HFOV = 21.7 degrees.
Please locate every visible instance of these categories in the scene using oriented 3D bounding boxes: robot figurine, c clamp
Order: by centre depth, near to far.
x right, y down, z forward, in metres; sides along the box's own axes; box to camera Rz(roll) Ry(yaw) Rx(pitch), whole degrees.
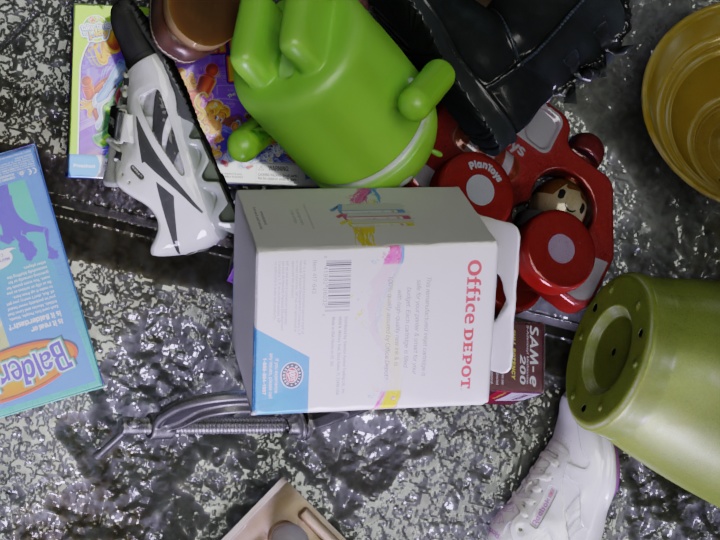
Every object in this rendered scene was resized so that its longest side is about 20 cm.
[{"bbox_3d":[-0.017,-0.131,1.407,0.200,0.175,0.116,46,39,-45],"label":"robot figurine"},{"bbox_3d":[-0.094,0.115,1.486,0.199,0.171,0.027,0,70,-24],"label":"c clamp"}]

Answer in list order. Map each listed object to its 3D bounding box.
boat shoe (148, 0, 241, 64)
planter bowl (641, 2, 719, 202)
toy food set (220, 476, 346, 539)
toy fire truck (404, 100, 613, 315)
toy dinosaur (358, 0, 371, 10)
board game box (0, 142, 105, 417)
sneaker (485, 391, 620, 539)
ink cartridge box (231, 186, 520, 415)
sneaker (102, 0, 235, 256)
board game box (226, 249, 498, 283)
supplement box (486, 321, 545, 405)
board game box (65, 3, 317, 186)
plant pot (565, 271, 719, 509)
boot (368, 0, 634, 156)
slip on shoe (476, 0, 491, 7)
[{"bbox_3d":[-0.125,-0.217,1.435,0.070,0.201,0.070,40,126,-20],"label":"boat shoe"},{"bbox_3d":[0.328,-0.120,1.560,0.199,0.084,0.202,0,66,1],"label":"planter bowl"},{"bbox_3d":[-0.046,0.286,1.528,0.144,0.060,0.200,-45,99,-7],"label":"toy food set"},{"bbox_3d":[0.129,-0.067,1.534,0.199,0.112,0.169,34,67,-12],"label":"toy fire truck"},{"bbox_3d":[-0.008,-0.241,1.470,0.135,0.086,0.201,23,65,-8],"label":"toy dinosaur"},{"bbox_3d":[-0.301,0.017,1.474,0.151,0.045,0.201,-16,95,-11],"label":"board game box"},{"bbox_3d":[0.159,0.194,1.558,0.099,0.075,0.202,6,91,-13],"label":"sneaker"},{"bbox_3d":[0.012,0.019,1.371,0.199,0.125,0.129,-1,112,-11],"label":"ink cartridge box"},{"bbox_3d":[-0.163,-0.104,1.418,0.088,0.074,0.201,-21,95,2],"label":"sneaker"},{"bbox_3d":[0.000,0.000,1.493,0.199,0.120,0.033,12,73,-8],"label":"board game box"},{"bbox_3d":[0.039,0.072,1.509,0.199,0.109,0.061,2,80,-11],"label":"supplement box"},{"bbox_3d":[-0.132,-0.137,1.495,0.199,0.045,0.136,1,92,-11],"label":"board game box"},{"bbox_3d":[0.275,0.091,1.499,0.192,0.200,0.202,18,89,-21],"label":"plant pot"},{"bbox_3d":[0.111,-0.205,1.448,0.162,0.073,0.199,-43,107,-15],"label":"boot"},{"bbox_3d":[0.136,-0.226,1.529,0.199,0.061,0.076,-22,52,-12],"label":"slip on shoe"}]
